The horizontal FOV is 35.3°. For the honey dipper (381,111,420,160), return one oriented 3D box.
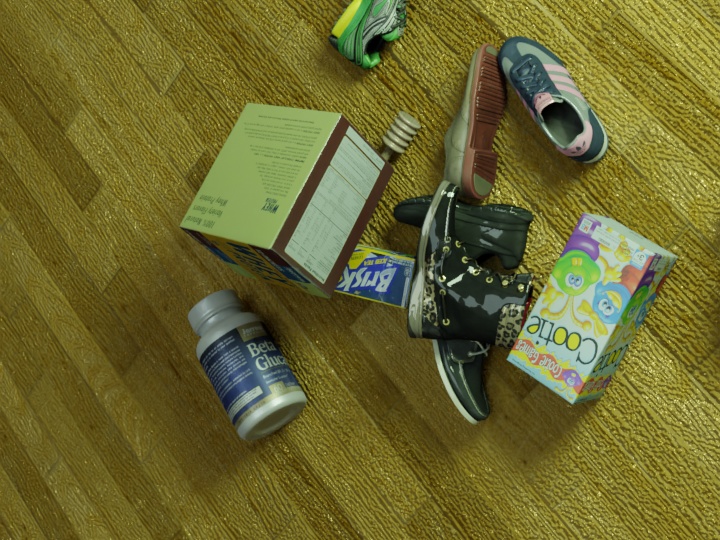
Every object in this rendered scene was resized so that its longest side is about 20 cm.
[{"bbox_3d":[0.016,-0.128,1.570,0.038,0.038,0.201,43,112,24],"label":"honey dipper"}]

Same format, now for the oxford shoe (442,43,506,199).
[{"bbox_3d":[0.140,-0.196,1.476,0.074,0.070,0.204,5,84,44],"label":"oxford shoe"}]

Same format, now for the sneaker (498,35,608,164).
[{"bbox_3d":[0.233,-0.221,1.412,0.070,0.082,0.201,-46,68,22],"label":"sneaker"}]

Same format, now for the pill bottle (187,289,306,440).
[{"bbox_3d":[-0.169,0.132,1.633,0.111,0.111,0.202,-40,70,24],"label":"pill bottle"}]

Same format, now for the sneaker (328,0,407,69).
[{"bbox_3d":[0.043,-0.365,1.542,0.085,0.078,0.201,44,120,16],"label":"sneaker"}]

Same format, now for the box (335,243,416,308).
[{"bbox_3d":[0.000,0.000,1.560,0.197,0.064,0.071,13,95,31],"label":"box"}]

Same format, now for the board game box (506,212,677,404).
[{"bbox_3d":[0.279,0.046,1.367,0.104,0.102,0.202,32,105,27],"label":"board game box"}]

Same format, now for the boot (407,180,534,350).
[{"bbox_3d":[0.143,-0.001,1.413,0.148,0.073,0.204,12,94,15],"label":"boot"}]

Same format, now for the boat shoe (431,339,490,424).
[{"bbox_3d":[0.135,0.098,1.473,0.067,0.071,0.203,-21,76,29],"label":"boat shoe"}]

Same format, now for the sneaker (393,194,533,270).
[{"bbox_3d":[0.127,-0.049,1.482,0.197,0.075,0.093,12,102,33],"label":"sneaker"}]

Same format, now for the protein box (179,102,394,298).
[{"bbox_3d":[-0.098,-0.096,1.516,0.197,0.135,0.202,13,70,44],"label":"protein box"}]
